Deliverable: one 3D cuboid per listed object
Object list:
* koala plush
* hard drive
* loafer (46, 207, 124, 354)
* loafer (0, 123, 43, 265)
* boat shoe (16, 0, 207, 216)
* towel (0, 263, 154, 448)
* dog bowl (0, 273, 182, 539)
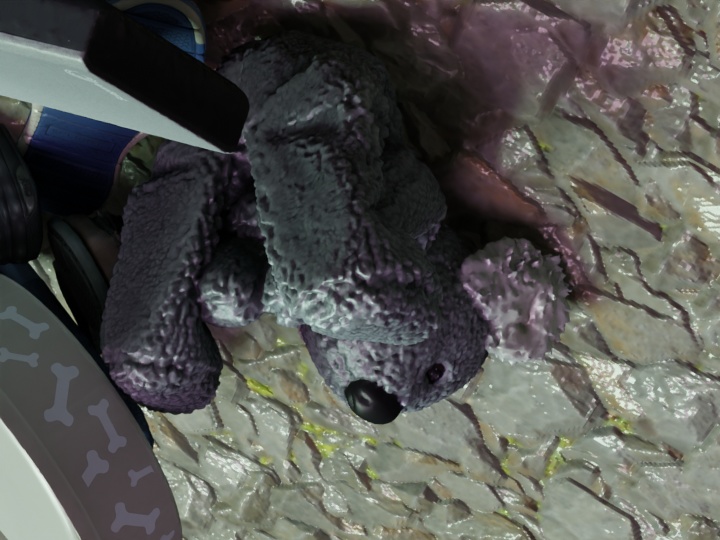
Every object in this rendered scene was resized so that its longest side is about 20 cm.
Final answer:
[{"bbox_3d":[0.000,0.000,1.325,0.177,0.185,0.200,-19,142,33],"label":"koala plush"},{"bbox_3d":[-0.164,-0.104,1.200,0.199,0.033,0.139,15,173,28],"label":"hard drive"},{"bbox_3d":[-0.124,-0.002,1.406,0.072,0.063,0.200,62,171,3],"label":"loafer"},{"bbox_3d":[-0.231,-0.072,1.382,0.200,0.072,0.073,51,149,43],"label":"loafer"},{"bbox_3d":[-0.128,-0.103,1.332,0.072,0.073,0.200,17,149,-19],"label":"boat shoe"},{"bbox_3d":[-0.189,0.028,1.475,0.200,0.048,0.112,51,171,15],"label":"towel"},{"bbox_3d":[-0.163,0.087,1.328,0.200,0.059,0.201,44,155,26],"label":"dog bowl"}]
